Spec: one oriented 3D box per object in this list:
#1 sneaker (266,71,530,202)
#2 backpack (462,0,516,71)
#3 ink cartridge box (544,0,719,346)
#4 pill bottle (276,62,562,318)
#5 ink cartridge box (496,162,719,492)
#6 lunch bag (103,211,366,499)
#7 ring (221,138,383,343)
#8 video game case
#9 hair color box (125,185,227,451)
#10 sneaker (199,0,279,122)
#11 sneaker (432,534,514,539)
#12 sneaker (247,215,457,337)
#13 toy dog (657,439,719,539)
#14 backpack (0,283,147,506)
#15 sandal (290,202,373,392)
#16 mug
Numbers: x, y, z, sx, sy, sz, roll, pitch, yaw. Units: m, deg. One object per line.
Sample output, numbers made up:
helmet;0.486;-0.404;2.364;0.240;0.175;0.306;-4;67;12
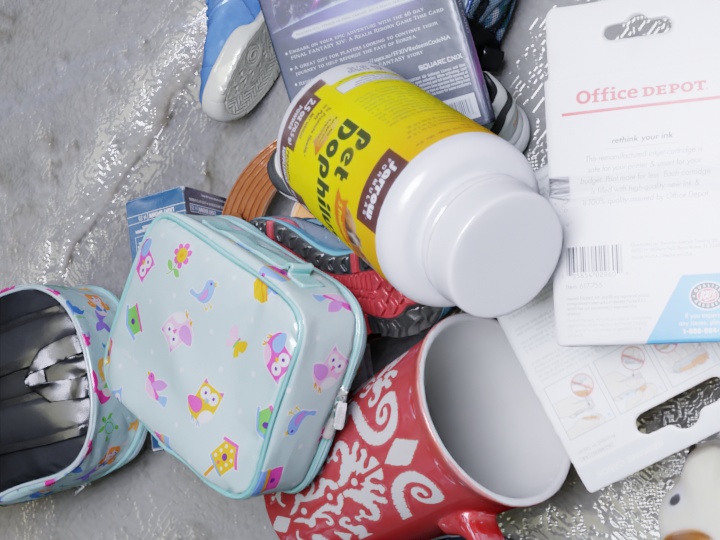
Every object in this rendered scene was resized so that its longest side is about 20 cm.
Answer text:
sneaker;0.022;-0.104;0.933;0.200;0.080;0.074;-15;66;11
backpack;0.044;-0.277;0.931;0.183;0.147;0.200;22;91;25
ink cartridge box;0.174;-0.057;0.741;0.116;0.068;0.200;-3;86;25
pill bottle;0.035;-0.049;0.773;0.109;0.109;0.200;-60;38;9
ink cartridge box;0.171;0.016;0.803;0.160;0.047;0.200;-31;76;21
lunch bag;-0.085;0.052;0.862;0.200;0.077;0.161;32;106;40
ring;-0.017;-0.036;0.968;0.200;0.019;0.201;-6;67;13
video game case;0.000;-0.181;0.870;0.143;0.019;0.200;-13;99;27
hair color box;-0.127;0.041;1.009;0.060;0.100;0.200;-13;79;25
sneaker;-0.111;-0.227;1.044;0.111;0.077;0.200;22;90;22
sneaker;0.092;0.222;0.864;0.200;0.108;0.070;-1;84;27
sneaker;0.000;0.000;0.906;0.200;0.095;0.079;14;114;38
toy dog;0.285;0.160;0.772;0.200;0.140;0.194;3;113;28
backpack;-0.267;0.101;1.047;0.200;0.150;0.178;-23;76;31
sandal;-0.041;0.034;0.987;0.079;0.059;0.207;-10;80;27
mug;0.024;0.145;0.860;0.200;0.133;0.178;-35;26;42
